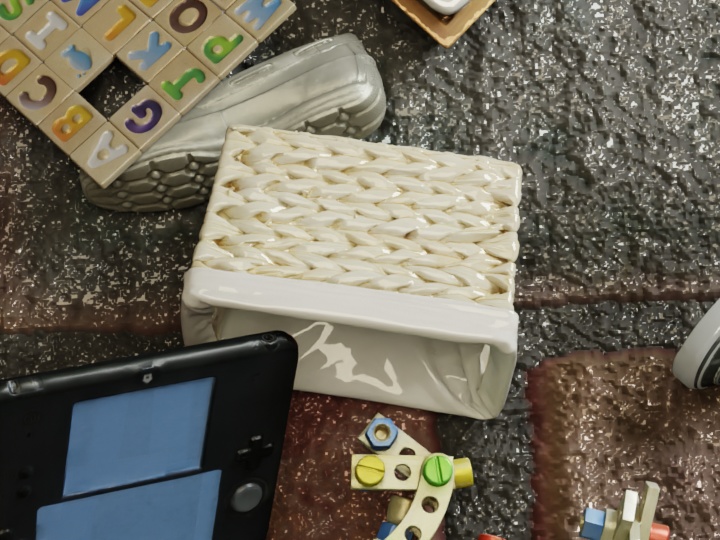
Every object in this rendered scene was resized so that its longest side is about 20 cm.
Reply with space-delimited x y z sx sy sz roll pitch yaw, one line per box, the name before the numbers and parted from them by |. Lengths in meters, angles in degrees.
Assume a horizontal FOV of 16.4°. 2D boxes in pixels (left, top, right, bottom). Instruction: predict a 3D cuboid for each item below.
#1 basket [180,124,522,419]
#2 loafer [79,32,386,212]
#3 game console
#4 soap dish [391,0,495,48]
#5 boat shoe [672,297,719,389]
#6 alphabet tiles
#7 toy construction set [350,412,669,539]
basket | 0.000 0.000 1.510 0.199 0.136 0.124 9 68 2
loafer | -0.083 -0.093 1.574 0.199 0.070 0.070 -18 59 -3
game console | -0.135 0.122 1.446 0.200 0.177 0.031 -10 42 -29
soap dish | 0.065 -0.256 1.600 0.157 0.081 0.200 42 81 10
boat shoe | 0.284 0.021 1.535 0.199 0.074 0.068 -32 64 -16
alphabet tiles | -0.164 -0.164 1.586 0.167 0.008 0.200 -44 62 -9
toy construction set | 0.084 0.165 1.499 0.199 0.092 0.132 9 76 14
